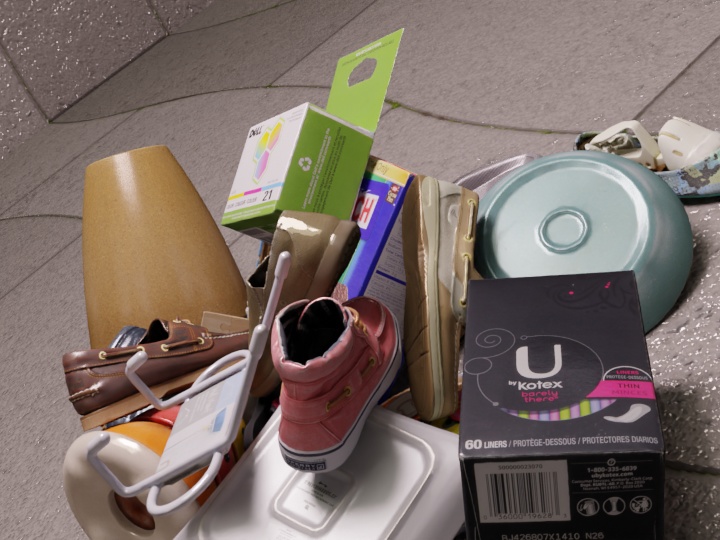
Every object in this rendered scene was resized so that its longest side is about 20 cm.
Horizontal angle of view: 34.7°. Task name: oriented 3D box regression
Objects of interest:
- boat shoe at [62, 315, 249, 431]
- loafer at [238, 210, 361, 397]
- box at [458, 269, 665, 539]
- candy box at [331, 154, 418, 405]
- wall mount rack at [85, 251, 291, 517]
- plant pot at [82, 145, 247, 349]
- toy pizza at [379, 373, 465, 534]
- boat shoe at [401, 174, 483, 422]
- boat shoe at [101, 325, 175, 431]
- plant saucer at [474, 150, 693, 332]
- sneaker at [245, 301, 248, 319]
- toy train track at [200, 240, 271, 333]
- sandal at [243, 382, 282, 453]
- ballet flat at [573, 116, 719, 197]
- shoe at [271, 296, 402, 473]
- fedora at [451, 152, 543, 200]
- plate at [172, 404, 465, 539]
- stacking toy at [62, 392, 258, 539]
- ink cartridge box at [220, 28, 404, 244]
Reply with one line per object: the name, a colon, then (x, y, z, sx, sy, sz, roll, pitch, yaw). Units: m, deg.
boat shoe: (-0.164, 0.074, 0.992, 0.070, 0.071, 0.199, -27, -7, 41)
loafer: (-0.061, 0.023, 0.945, 0.201, 0.067, 0.076, -61, -6, 36)
box: (0.128, 0.096, 0.749, 0.120, 0.108, 0.201, -3, 30, 9)
candy box: (0.000, 0.000, 1.048, 0.203, 0.076, 0.169, -66, 26, 3)
wall mount rack: (-0.110, 0.080, 0.843, 0.172, 0.075, 0.201, -30, 20, 18)
plant pot: (-0.227, -0.026, 1.250, 0.183, 0.203, 0.186, -15, 2, 1)
toy pizza: (0.041, 0.143, 0.895, 0.198, 0.032, 0.201, -26, 25, 13)
boat shoe: (0.071, 0.019, 0.905, 0.074, 0.065, 0.203, 123, 149, -66)
boat shoe: (-0.213, 0.148, 1.062, 0.090, 0.071, 0.203, 7, 67, 32)
plant saucer: (0.169, -0.024, 0.941, 0.197, 0.036, 0.203, -10, 56, 16)
sneaker: (-0.043, -0.006, 1.236, 0.098, 0.070, 0.202, -13, 38, 32)
toy train track: (-0.097, 0.018, 1.147, 0.032, 0.113, 0.204, -163, 84, -74)
sandal: (-0.061, 0.139, 0.975, 0.045, 0.076, 0.201, -24, 22, 10)
ballet flat: (0.271, -0.105, 1.045, 0.198, 0.075, 0.074, 0, 39, 50)
shoe: (-0.014, 0.052, 0.854, 0.070, 0.092, 0.201, 5, 30, 14)
fedora: (0.131, -0.043, 1.064, 0.199, 0.091, 0.177, -34, 24, -6)
plate: (-0.029, 0.169, 0.828, 0.198, 0.033, 0.201, 18, 57, 37)
stacking toy: (-0.143, 0.151, 0.985, 0.144, 0.148, 0.200, -11, 23, 38)
ink cartridge box: (-0.046, -0.129, 1.061, 0.147, 0.075, 0.203, -6, 67, 65)
